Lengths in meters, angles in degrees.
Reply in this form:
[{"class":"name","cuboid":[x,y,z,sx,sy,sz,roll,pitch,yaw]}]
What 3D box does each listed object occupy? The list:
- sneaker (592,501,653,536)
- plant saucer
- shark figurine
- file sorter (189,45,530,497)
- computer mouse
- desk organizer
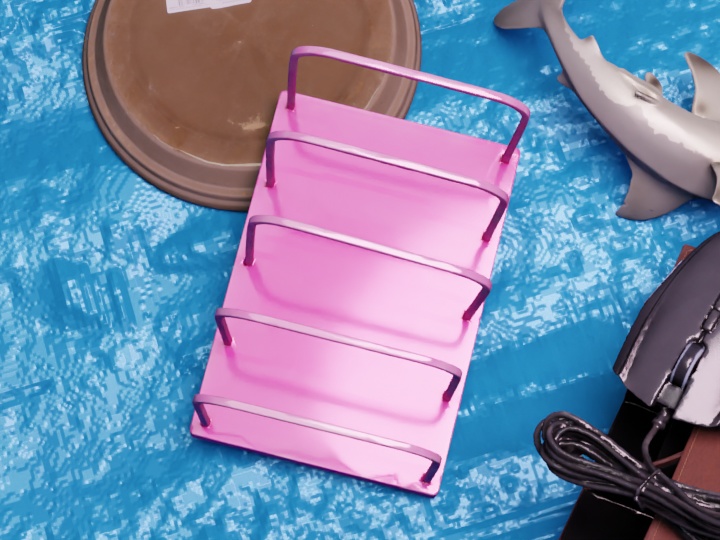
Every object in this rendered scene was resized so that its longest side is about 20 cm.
[{"class":"sneaker","cuboid":[0.126,0.211,1.033,0.075,0.078,0.200,9,69,4]},{"class":"plant saucer","cuboid":[-0.064,-0.132,1.187,0.200,0.029,0.200,-1,71,3]},{"class":"shark figurine","cuboid":[0.153,-0.076,1.139,0.214,0.090,0.128,35,41,5]},{"class":"file sorter","cuboid":[0.000,0.000,1.071,0.139,0.125,0.200,14,78,1]},{"class":"computer mouse","cuboid":[0.192,0.051,1.003,0.140,0.046,0.200,31,56,24]},{"class":"desk organizer","cuboid":[0.165,0.086,1.049,0.077,0.072,0.200,22,52,12]}]
